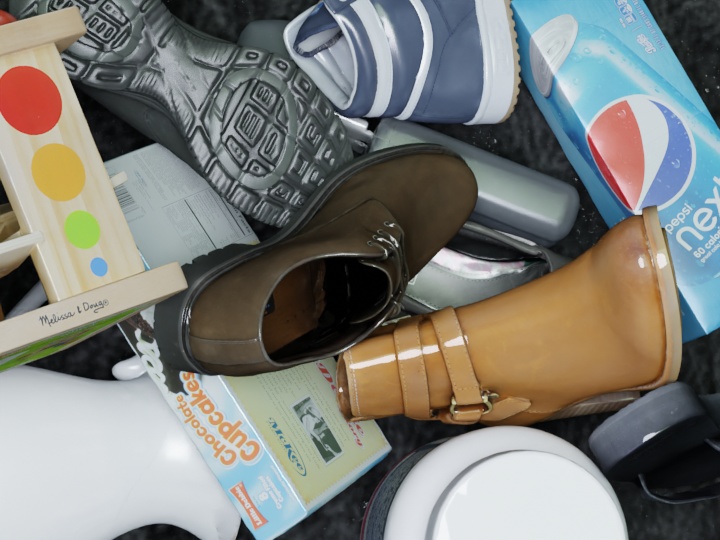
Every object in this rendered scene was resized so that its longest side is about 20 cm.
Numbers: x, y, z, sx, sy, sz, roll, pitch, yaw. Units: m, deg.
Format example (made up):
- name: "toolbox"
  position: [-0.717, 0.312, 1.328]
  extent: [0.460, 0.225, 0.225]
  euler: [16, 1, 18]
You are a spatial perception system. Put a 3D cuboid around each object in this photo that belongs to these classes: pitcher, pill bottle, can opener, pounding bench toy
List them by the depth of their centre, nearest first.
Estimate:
- name: "pounding bench toy"
  position: [-0.212, -0.022, 1.131]
  extent: [0.199, 0.124, 0.157]
  euler: [-21, 88, -38]
- name: "pill bottle"
  position: [0.066, 0.136, 1.223]
  extent: [0.119, 0.200, 0.120]
  euler: [0, 84, -5]
- name: "pitcher"
  position: [-0.176, 0.078, 1.258]
  extent: [0.199, 0.121, 0.172]
  euler: [-9, 68, -17]
- name: "can opener"
  position: [0.022, -0.071, 1.314]
  extent: [0.199, 0.053, 0.067]
  euler: [25, 81, -3]

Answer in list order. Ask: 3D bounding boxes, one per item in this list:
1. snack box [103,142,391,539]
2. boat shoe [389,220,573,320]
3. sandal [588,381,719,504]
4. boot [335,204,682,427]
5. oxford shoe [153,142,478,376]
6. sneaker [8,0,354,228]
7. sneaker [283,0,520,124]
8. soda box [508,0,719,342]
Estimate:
- name: "snack box"
  position: [-0.070, 0.030, 1.264]
  extent: [0.037, 0.116, 0.201]
  euler: [-34, 87, 25]
- name: "boat shoe"
  position: [0.062, 0.011, 1.307]
  extent: [0.199, 0.057, 0.067]
  euler: [18, 83, -3]
- name: "sandal"
  position: [0.164, 0.094, 1.248]
  extent: [0.076, 0.200, 0.043]
  euler: [-37, 72, 18]
- name: "boot"
  position: [0.068, 0.033, 1.204]
  extent: [0.154, 0.200, 0.074]
  euler: [-3, 65, -8]
- name: "oxford shoe"
  position: [0.000, 0.000, 1.210]
  extent: [0.200, 0.084, 0.073]
  euler: [-36, 121, -37]
- name: "sneaker"
  position: [-0.086, -0.092, 1.262]
  extent: [0.200, 0.091, 0.076]
  euler: [38, 85, -9]
- name: "sneaker"
  position: [0.010, -0.169, 1.293]
  extent: [0.108, 0.070, 0.201]
  euler: [-6, 75, -23]
- name: "soda box"
  position: [0.148, -0.065, 1.317]
  extent: [0.064, 0.068, 0.201]
  euler: [-31, 88, -8]
